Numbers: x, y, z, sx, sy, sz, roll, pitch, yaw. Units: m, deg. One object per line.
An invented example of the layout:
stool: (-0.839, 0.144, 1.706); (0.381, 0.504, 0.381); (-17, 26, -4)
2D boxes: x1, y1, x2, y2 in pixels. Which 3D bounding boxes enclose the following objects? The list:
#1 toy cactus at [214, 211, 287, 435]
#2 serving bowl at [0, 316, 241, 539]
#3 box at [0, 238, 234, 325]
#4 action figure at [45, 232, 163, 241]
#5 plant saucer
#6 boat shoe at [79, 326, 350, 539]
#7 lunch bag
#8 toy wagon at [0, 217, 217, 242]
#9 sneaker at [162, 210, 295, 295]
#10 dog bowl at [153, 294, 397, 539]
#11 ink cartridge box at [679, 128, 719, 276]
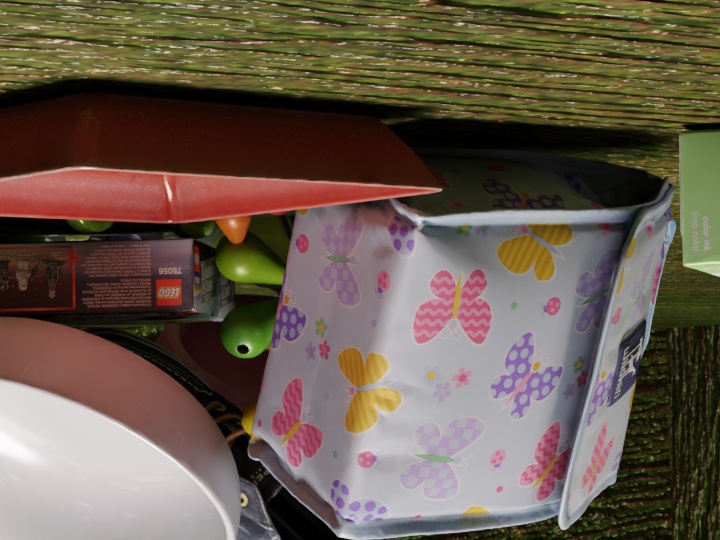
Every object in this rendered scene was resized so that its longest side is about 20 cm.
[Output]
toy cactus: (0.000, 0.000, 1.325); (0.165, 0.201, 0.102); (-32, -130, -29)
serving bowl: (-0.149, 0.082, 1.296); (0.199, 0.066, 0.201); (14, 149, 9)
box: (-0.172, 0.008, 1.326); (0.198, 0.040, 0.137); (-1, 177, 5)
action figure: (-0.187, -0.001, 1.492); (0.199, 0.070, 0.130); (-8, 170, -41)
plant saucer: (-0.100, -0.048, 1.115); (0.199, 0.037, 0.199); (2, 175, -41)
boat shoe: (-0.075, 0.098, 1.369); (0.200, 0.071, 0.091); (42, 158, -10)
lunch bag: (0.065, 0.032, 1.233); (0.199, 0.171, 0.127); (1, -159, -36)
toy wagon: (-0.175, -0.034, 1.306); (0.154, 0.040, 0.199); (-5, 174, 43)
sneaker: (-0.026, -0.006, 1.514); (0.199, 0.077, 0.075); (2, 177, -33)
dog bowl: (-0.042, 0.082, 1.513); (0.199, 0.074, 0.200); (12, -158, -5)
ink cartridge box: (0.260, -0.034, 1.209); (0.198, 0.068, 0.117); (-2, 176, 19)
